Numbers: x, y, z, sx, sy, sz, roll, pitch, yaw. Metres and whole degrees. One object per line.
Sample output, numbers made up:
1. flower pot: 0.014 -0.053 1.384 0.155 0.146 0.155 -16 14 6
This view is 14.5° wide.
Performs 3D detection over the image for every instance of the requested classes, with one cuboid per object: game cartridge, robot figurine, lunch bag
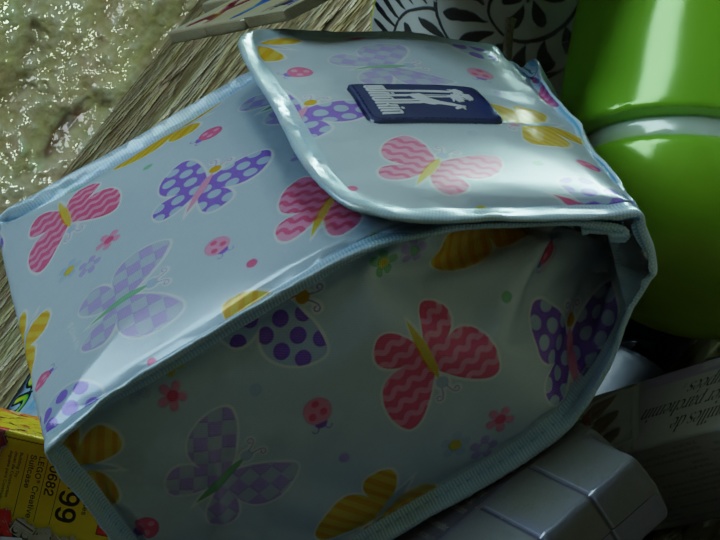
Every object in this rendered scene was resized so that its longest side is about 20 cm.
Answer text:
1. game cartridge: 0.007 0.088 0.950 0.129 0.038 0.200 -35 22 -15
2. robot figurine: 0.132 -0.065 1.029 0.175 0.116 0.201 -2 64 27
3. lunch bag: -0.012 0.001 0.947 0.199 0.127 0.170 -29 29 2

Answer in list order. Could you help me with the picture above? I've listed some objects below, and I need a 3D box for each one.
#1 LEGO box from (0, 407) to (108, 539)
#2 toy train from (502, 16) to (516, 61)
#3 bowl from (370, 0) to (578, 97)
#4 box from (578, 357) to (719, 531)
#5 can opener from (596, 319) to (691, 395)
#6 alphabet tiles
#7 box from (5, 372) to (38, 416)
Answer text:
1. LEGO box: -0.152 0.162 1.182 0.077 0.148 0.201 -146 70 -78
2. toy train: 0.000 0.000 1.096 0.085 0.115 0.201 23 112 56
3. bowl: 0.110 -0.079 1.175 0.201 0.200 0.095 -39 51 40
4. box: 0.109 0.063 0.983 0.039 0.041 0.200 -55 13 -24
5. can opener: 0.063 0.010 1.146 0.079 0.064 0.200 -43 31 -19
6. alphabet tiles: 0.029 -0.132 1.053 0.200 0.006 0.166 -30 13 -24
7. box: -0.115 0.037 1.341 0.110 0.035 0.200 -27 27 53
